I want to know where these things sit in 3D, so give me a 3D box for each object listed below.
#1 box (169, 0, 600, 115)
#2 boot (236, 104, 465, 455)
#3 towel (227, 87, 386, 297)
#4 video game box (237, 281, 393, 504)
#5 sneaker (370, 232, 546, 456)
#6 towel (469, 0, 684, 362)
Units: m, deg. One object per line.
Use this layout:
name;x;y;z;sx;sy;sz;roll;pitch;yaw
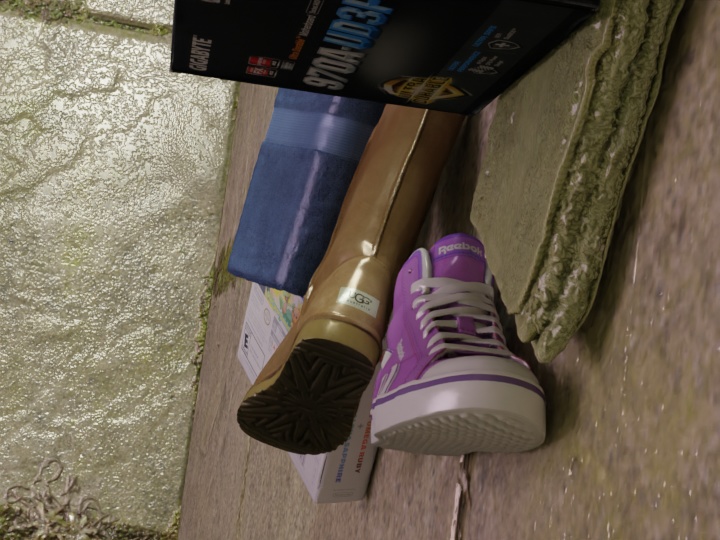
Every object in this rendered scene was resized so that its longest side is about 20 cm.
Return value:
box;0.000;-0.118;0.585;0.200;0.158;0.046;153;123;-79
boot;0.000;0.000;0.836;0.175;0.066;0.200;-49;18;54
towel;-0.027;-0.081;0.922;0.112;0.048;0.201;20;94;60
video game box;-0.031;0.039;1.002;0.200;0.047;0.183;-126;42;-53
sneaker;0.043;0.031;0.667;0.200;0.072;0.115;147;132;-76
towel;0.091;-0.073;0.590;0.148;0.036;0.201;-105;25;-68
